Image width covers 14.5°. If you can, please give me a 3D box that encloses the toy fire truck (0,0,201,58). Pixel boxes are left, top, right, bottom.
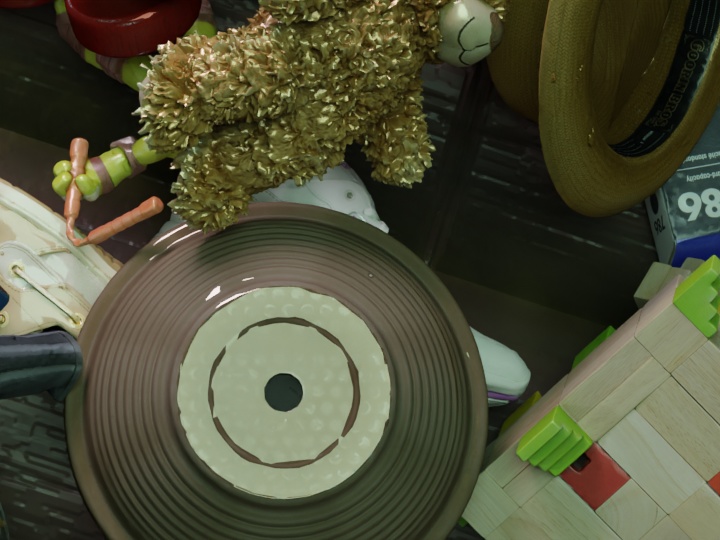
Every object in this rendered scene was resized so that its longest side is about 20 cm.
[{"bbox_3d":[-0.110,-0.204,1.377,0.200,0.112,0.168,27,57,38],"label":"toy fire truck"}]

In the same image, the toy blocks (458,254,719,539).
[{"bbox_3d":[0.146,0.105,1.370,0.137,0.100,0.200,45,108,-4],"label":"toy blocks"}]

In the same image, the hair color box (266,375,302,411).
[{"bbox_3d":[-0.065,0.141,1.368,0.100,0.061,0.200,39,75,2],"label":"hair color box"}]

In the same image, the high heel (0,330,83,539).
[{"bbox_3d":[-0.219,0.110,1.286,0.071,0.143,0.200,38,112,29],"label":"high heel"}]

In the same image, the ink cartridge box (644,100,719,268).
[{"bbox_3d":[0.191,-0.074,1.464,0.099,0.039,0.200,-11,81,-11],"label":"ink cartridge box"}]

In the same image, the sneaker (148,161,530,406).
[{"bbox_3d":[0.000,0.000,1.400,0.200,0.075,0.100,26,77,-3],"label":"sneaker"}]

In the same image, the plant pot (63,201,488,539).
[{"bbox_3d":[-0.038,0.062,1.302,0.201,0.093,0.201,0,82,-3],"label":"plant pot"}]

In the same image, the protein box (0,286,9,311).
[{"bbox_3d":[-0.296,0.018,1.254,0.135,0.200,0.199,43,88,19],"label":"protein box"}]

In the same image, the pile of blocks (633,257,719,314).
[{"bbox_3d":[0.232,0.046,1.412,0.200,0.082,0.062,37,65,-10],"label":"pile of blocks"}]

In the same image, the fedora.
[{"bbox_3d":[0.117,-0.129,1.385,0.082,0.201,0.201,17,73,33],"label":"fedora"}]

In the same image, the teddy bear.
[{"bbox_3d":[-0.010,-0.091,1.289,0.200,0.067,0.145,-17,120,-21],"label":"teddy bear"}]

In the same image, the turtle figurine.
[{"bbox_3d":[-0.074,-0.095,1.385,0.200,0.064,0.161,-34,51,-1],"label":"turtle figurine"}]

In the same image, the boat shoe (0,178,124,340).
[{"bbox_3d":[-0.157,0.016,1.374,0.200,0.074,0.069,33,70,-2],"label":"boat shoe"}]
